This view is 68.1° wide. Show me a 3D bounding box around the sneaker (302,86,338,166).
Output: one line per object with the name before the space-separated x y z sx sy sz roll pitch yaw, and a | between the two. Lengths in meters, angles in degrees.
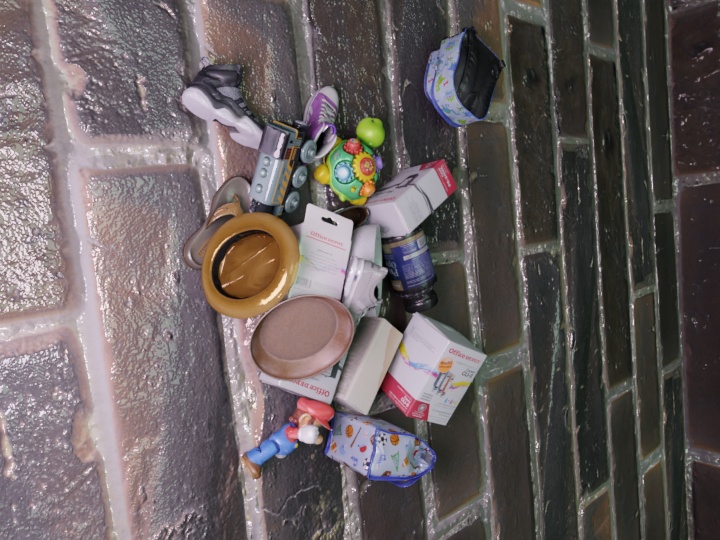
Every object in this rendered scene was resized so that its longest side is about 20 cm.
sneaker | -0.072 -0.309 1.119 0.072 0.114 0.203 31 70 -33

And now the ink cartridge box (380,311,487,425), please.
ink cartridge box | 0.166 0.230 1.257 0.144 0.144 0.202 23 99 -36

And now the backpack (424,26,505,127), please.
backpack | 0.256 -0.478 1.366 0.182 0.146 0.202 28 69 -37

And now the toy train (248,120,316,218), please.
toy train | -0.157 -0.192 1.024 0.114 0.085 0.202 -16 130 -62

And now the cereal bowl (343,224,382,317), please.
cereal bowl | 0.000 0.000 1.162 0.200 0.082 0.203 0 90 -84

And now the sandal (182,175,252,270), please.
sandal | -0.259 -0.089 1.002 0.082 0.054 0.201 46 63 -30

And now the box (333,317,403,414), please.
box | 0.006 0.209 1.199 0.078 0.094 0.201 40 67 -32

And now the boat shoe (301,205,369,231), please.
boat shoe | -0.066 -0.093 1.156 0.199 0.067 0.073 -30 108 -33

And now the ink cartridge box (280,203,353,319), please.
ink cartridge box | -0.090 -0.015 1.041 0.116 0.067 0.203 20 74 -31

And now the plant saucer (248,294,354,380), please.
plant saucer | -0.110 0.119 0.988 0.198 0.037 0.202 -11 126 -16

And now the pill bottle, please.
pill bottle | 0.120 -0.006 1.279 0.111 0.111 0.202 -29 108 -35

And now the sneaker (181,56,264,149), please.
sneaker | -0.231 -0.318 1.012 0.199 0.075 0.115 27 71 -38

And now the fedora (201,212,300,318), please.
fedora | -0.191 -0.005 0.967 0.082 0.198 0.203 34 65 -70

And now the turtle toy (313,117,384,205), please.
turtle toy | -0.007 -0.245 1.180 0.145 0.101 0.202 28 73 -36

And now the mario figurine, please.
mario figurine | -0.130 0.341 1.051 0.199 0.123 0.107 -35 122 -13

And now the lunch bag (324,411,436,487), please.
lunch bag | 0.048 0.396 1.184 0.199 0.169 0.125 19 82 -38

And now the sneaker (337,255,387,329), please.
sneaker | 0.002 0.065 1.040 0.081 0.201 0.075 12 44 -3

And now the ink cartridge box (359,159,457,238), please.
ink cartridge box | 0.106 -0.166 1.244 0.200 0.144 0.084 -42 114 -32

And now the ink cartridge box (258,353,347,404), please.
ink cartridge box | -0.104 0.161 1.113 0.146 0.083 0.202 29 73 -35
